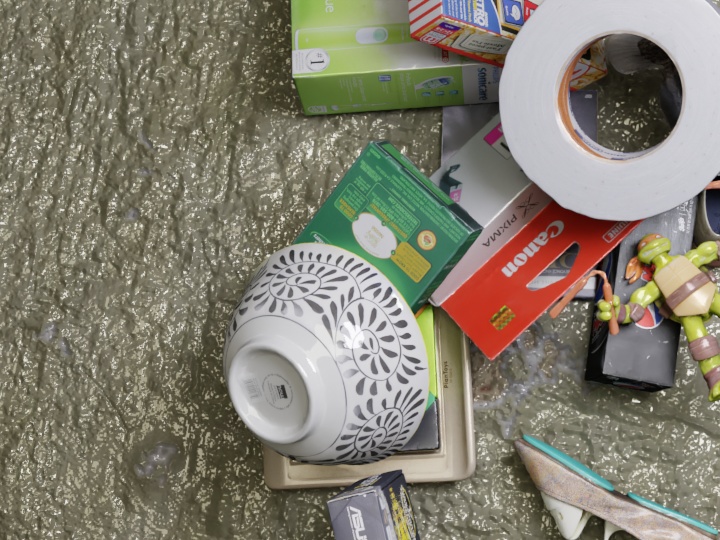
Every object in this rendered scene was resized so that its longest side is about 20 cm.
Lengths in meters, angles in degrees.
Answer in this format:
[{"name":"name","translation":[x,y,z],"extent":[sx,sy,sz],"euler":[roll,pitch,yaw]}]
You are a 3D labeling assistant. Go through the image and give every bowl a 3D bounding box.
[{"name":"bowl","translation":[-0.050,0.086,1.155],"extent":[0.199,0.094,0.203],"euler":[11,112,30]}]

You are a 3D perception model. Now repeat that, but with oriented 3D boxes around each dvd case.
[{"name":"dvd case","translation":[0.148,-0.073,1.298],"extent":[0.147,0.016,0.202],"euler":[1,79,6]}]

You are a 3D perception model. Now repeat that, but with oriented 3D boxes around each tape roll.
[{"name":"tape roll","translation":[0.216,-0.144,1.132],"extent":[0.198,0.066,0.203],"euler":[3,101,17]}]

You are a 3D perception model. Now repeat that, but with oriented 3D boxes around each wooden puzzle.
[{"name":"wooden puzzle","translation":[0.002,0.101,1.259],"extent":[0.198,0.037,0.187],"euler":[-5,79,10]}]

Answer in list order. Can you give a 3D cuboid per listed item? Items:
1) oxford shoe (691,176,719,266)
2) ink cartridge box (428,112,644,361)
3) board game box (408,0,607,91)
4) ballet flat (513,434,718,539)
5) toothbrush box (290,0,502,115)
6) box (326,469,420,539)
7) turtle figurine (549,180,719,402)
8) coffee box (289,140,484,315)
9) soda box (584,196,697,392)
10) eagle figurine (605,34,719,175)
[{"name":"oxford shoe","translation":[0.347,-0.106,1.251],"extent":[0.070,0.074,0.202],"euler":[12,76,9]},{"name":"ink cartridge box","translation":[0.130,-0.044,1.225],"extent":[0.200,0.044,0.174],"euler":[-43,46,0]},{"name":"board game box","translation":[0.129,-0.257,1.225],"extent":[0.199,0.046,0.153],"euler":[11,67,-35]},{"name":"ballet flat","translation":[0.214,0.215,1.208],"extent":[0.199,0.068,0.068],"euler":[26,89,12]},{"name":"toothbrush box","translation":[0.036,-0.235,1.302],"extent":[0.198,0.086,0.147],"euler":[-2,71,4]},{"name":"box","translation":[0.027,0.275,1.151],"extent":[0.049,0.161,0.202],"euler":[-14,85,11]},{"name":"turtle figurine","translation":[0.274,0.030,1.173],"extent":[0.199,0.064,0.162],"euler":[-33,70,-3]},{"name":"coffee box","translation":[0.000,0.000,1.205],"extent":[0.123,0.044,0.201],"euler":[42,110,12]},{"name":"soda box","translation":[0.253,0.004,1.240],"extent":[0.070,0.063,0.202],"euler":[11,79,-4]},{"name":"eagle figurine","translation":[0.325,-0.178,1.203],"extent":[0.152,0.151,0.200],"euler":[-43,107,12]}]
